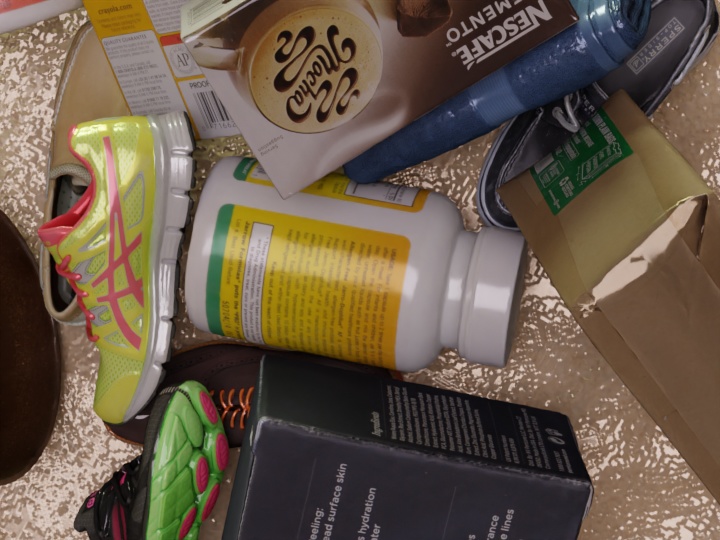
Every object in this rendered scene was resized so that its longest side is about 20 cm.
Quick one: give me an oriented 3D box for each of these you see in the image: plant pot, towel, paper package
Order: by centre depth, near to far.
[{"bbox_3d":[0.184,0.017,1.114,0.103,0.200,0.191,-37,111,8],"label":"paper package"},{"bbox_3d":[0.080,-0.116,1.174,0.199,0.112,0.049,-24,110,23],"label":"towel"},{"bbox_3d":[-0.324,0.059,1.240,0.198,0.187,0.189,-13,89,23],"label":"plant pot"}]

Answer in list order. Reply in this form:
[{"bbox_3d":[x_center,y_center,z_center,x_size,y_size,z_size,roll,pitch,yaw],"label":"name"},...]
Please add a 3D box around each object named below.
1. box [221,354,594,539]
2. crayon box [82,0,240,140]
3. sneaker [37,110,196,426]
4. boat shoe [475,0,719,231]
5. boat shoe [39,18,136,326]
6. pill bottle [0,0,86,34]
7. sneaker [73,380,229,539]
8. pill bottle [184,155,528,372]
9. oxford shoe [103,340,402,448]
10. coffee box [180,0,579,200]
[{"bbox_3d":[0.016,0.175,1.167,0.198,0.118,0.199,11,107,-6],"label":"box"},{"bbox_3d":[-0.112,-0.180,1.192,0.125,0.052,0.202,-3,118,39],"label":"crayon box"},{"bbox_3d":[-0.156,-0.003,1.204,0.089,0.078,0.202,5,103,-14],"label":"sneaker"},{"bbox_3d":[0.146,-0.100,1.208,0.200,0.068,0.072,-43,85,7],"label":"boat shoe"},{"bbox_3d":[-0.172,-0.065,1.252,0.071,0.076,0.202,3,90,10],"label":"boat shoe"},{"bbox_3d":[-0.244,-0.251,1.222,0.111,0.112,0.202,-14,104,8],"label":"pill bottle"},{"bbox_3d":[-0.141,0.153,1.228,0.083,0.077,0.202,29,119,19],"label":"sneaker"},{"bbox_3d":[0.000,0.000,1.209,0.198,0.113,0.114,10,92,8],"label":"pill bottle"},{"bbox_3d":[-0.074,0.079,1.241,0.198,0.073,0.072,-8,90,9],"label":"oxford shoe"},{"bbox_3d":[0.009,-0.147,1.113,0.199,0.080,0.114,-30,111,6],"label":"coffee box"}]
